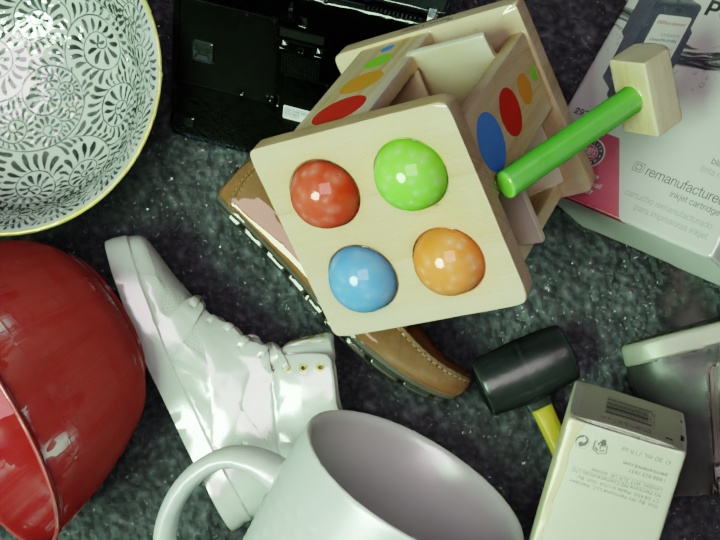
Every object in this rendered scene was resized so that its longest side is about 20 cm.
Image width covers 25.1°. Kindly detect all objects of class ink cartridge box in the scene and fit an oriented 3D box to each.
[{"bbox_3d":[0.219,-0.104,0.986,0.145,0.084,0.200,27,87,40],"label":"ink cartridge box"}]

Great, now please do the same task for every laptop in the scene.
[{"bbox_3d":[-0.020,-0.173,1.027,0.177,0.103,0.200,15,127,13],"label":"laptop"}]

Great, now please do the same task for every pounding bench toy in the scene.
[{"bbox_3d":[0.067,-0.061,0.896,0.200,0.156,0.124,-12,116,30],"label":"pounding bench toy"}]

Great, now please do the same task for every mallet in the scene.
[{"bbox_3d":[0.146,0.130,1.026,0.066,0.041,0.200,-32,88,-1],"label":"mallet"}]

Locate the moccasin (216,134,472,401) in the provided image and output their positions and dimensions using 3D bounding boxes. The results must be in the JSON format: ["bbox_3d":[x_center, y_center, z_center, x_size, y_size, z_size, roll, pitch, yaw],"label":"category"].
[{"bbox_3d":[0.000,0.000,1.026,0.078,0.074,0.201,-43,85,0],"label":"moccasin"}]

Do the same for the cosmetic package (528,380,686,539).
[{"bbox_3d":[0.132,0.178,0.963,0.073,0.104,0.201,17,100,8],"label":"cosmetic package"}]

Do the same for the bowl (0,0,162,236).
[{"bbox_3d":[-0.218,-0.117,1.040,0.200,0.094,0.201,0,85,3],"label":"bowl"}]

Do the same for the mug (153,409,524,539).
[{"bbox_3d":[-0.030,0.184,0.969,0.200,0.148,0.176,30,107,3],"label":"mug"}]

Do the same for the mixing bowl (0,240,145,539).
[{"bbox_3d":[-0.202,0.058,0.991,0.108,0.200,0.200,-32,83,-29],"label":"mixing bowl"}]

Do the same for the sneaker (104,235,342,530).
[{"bbox_3d":[-0.076,0.051,1.031,0.115,0.074,0.200,-26,93,-1],"label":"sneaker"}]

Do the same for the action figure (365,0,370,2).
[{"bbox_3d":[-0.028,-0.193,1.061,0.065,0.052,0.200,-35,82,5],"label":"action figure"}]

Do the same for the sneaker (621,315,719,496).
[{"bbox_3d":[0.273,0.071,1.009,0.199,0.075,0.107,-16,89,11],"label":"sneaker"}]
